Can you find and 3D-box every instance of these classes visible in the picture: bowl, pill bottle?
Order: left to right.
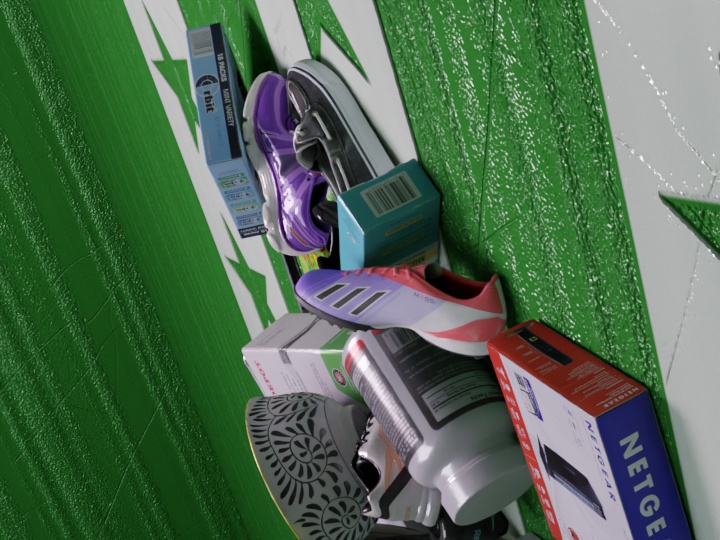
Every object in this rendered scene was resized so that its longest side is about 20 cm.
[{"bbox_3d":[-0.028,0.199,1.602,0.201,0.094,0.201,56,-168,-19],"label":"bowl"},{"bbox_3d":[0.076,0.132,1.452,0.200,0.115,0.116,57,165,26],"label":"pill bottle"}]

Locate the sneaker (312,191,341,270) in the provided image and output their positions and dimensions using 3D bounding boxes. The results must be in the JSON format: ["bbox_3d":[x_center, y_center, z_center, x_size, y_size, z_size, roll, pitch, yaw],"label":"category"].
[{"bbox_3d":[0.000,0.000,1.562,0.077,0.083,0.201,40,153,60],"label":"sneaker"}]

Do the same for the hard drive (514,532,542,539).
[{"bbox_3d":[0.222,0.372,1.544,0.201,0.026,0.132,68,166,-17],"label":"hard drive"}]

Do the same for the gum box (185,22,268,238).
[{"bbox_3d":[-0.146,-0.154,1.738,0.200,0.044,0.171,71,-173,-67],"label":"gum box"}]

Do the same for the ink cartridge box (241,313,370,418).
[{"bbox_3d":[-0.022,0.125,1.718,0.200,0.084,0.146,-1,122,52],"label":"ink cartridge box"}]

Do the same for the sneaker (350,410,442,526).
[{"bbox_3d":[0.028,0.163,1.533,0.201,0.080,0.074,-101,17,-44],"label":"sneaker"}]

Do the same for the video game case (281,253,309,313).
[{"bbox_3d":[-0.074,0.030,1.918,0.143,0.019,0.201,78,172,-69],"label":"video game case"}]

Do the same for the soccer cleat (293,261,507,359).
[{"bbox_3d":[0.035,0.018,1.351,0.199,0.068,0.074,14,123,21],"label":"soccer cleat"}]

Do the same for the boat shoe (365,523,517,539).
[{"bbox_3d":[0.077,0.312,1.643,0.065,0.199,0.072,-49,-40,-65],"label":"boat shoe"}]

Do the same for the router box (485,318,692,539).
[{"bbox_3d":[0.187,0.157,1.226,0.179,0.049,0.201,35,148,64],"label":"router box"}]

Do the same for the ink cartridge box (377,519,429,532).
[{"bbox_3d":[0.056,0.290,1.819,0.200,0.041,0.200,53,-171,30],"label":"ink cartridge box"}]

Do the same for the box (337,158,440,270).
[{"bbox_3d":[0.027,-0.016,1.436,0.049,0.082,0.200,57,165,27],"label":"box"}]

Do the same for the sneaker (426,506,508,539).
[{"bbox_3d":[0.098,0.187,1.567,0.075,0.079,0.201,115,150,-62],"label":"sneaker"}]

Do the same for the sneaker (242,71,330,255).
[{"bbox_3d":[-0.067,-0.119,1.659,0.081,0.083,0.201,-27,-75,-60],"label":"sneaker"}]

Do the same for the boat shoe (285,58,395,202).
[{"bbox_3d":[-0.031,-0.126,1.471,0.200,0.071,0.072,55,164,34],"label":"boat shoe"}]

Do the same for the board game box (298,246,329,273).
[{"bbox_3d":[-0.022,0.025,1.768,0.102,0.047,0.201,47,159,49],"label":"board game box"}]
